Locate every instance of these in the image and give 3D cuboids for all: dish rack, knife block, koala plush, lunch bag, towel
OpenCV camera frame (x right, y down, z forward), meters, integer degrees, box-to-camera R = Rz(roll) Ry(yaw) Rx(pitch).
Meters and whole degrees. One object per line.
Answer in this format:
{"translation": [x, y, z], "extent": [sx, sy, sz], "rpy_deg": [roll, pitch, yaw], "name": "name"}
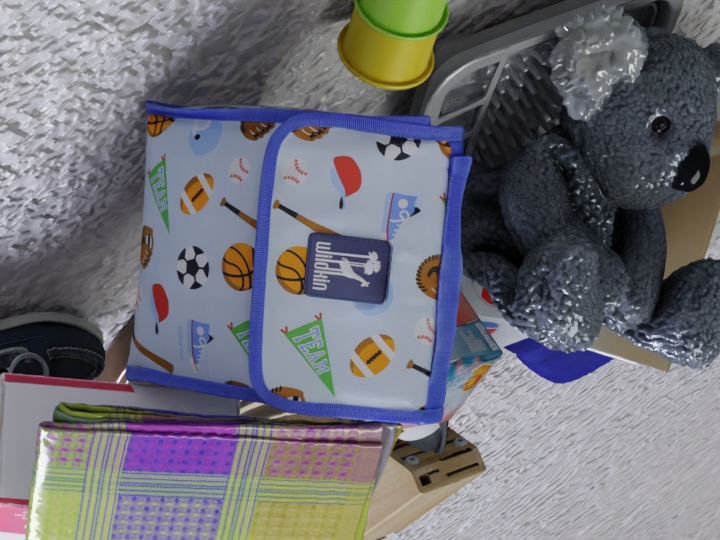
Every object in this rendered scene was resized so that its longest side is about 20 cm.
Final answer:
{"translation": [0.107, -0.118, 1.469], "extent": [0.199, 0.044, 0.172], "rpy_deg": [-21, 151, -24], "name": "dish rack"}
{"translation": [0.013, 0.183, 1.744], "extent": [0.064, 0.200, 0.176], "rpy_deg": [-17, 121, -30], "name": "knife block"}
{"translation": [0.160, -0.068, 1.426], "extent": [0.177, 0.184, 0.201], "rpy_deg": [7, 113, -39], "name": "koala plush"}
{"translation": [-0.030, -0.008, 1.257], "extent": [0.124, 0.199, 0.171], "rpy_deg": [-1, 97, -51], "name": "lunch bag"}
{"translation": [-0.084, 0.128, 1.242], "extent": [0.199, 0.023, 0.144], "rpy_deg": [3, 134, -12], "name": "towel"}
{"translation": [0.182, 0.024, 1.809], "extent": [0.147, 0.050, 0.200], "rpy_deg": [-31, 156, 11], "name": "towel"}

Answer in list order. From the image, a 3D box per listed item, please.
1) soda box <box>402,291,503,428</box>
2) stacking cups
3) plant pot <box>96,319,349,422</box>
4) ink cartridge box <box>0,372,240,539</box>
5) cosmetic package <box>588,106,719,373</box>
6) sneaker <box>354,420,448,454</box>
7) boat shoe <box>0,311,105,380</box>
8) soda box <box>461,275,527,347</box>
{"translation": [0.000, 0.000, 1.366], "extent": [0.063, 0.200, 0.068], "rpy_deg": [-6, 142, -44], "name": "soda box"}
{"translation": [0.034, -0.193, 1.249], "extent": [0.060, 0.061, 0.201], "rpy_deg": [-19, 146, -28], "name": "stacking cups"}
{"translation": [-0.073, 0.091, 1.528], "extent": [0.200, 0.093, 0.201], "rpy_deg": [-18, 147, -12], "name": "plant pot"}
{"translation": [-0.165, 0.140, 1.357], "extent": [0.144, 0.085, 0.200], "rpy_deg": [6, 154, -16], "name": "ink cartridge box"}
{"translation": [0.211, -0.035, 1.562], "extent": [0.105, 0.071, 0.201], "rpy_deg": [-12, 119, -81], "name": "cosmetic package"}
{"translation": [0.017, 0.071, 1.489], "extent": [0.088, 0.075, 0.200], "rpy_deg": [0, 159, 6], "name": "sneaker"}
{"translation": [-0.230, 0.066, 1.373], "extent": [0.075, 0.062, 0.199], "rpy_deg": [-46, 152, 27], "name": "boat shoe"}
{"translation": [0.044, 0.008, 1.508], "extent": [0.199, 0.064, 0.068], "rpy_deg": [8, 159, -44], "name": "soda box"}
